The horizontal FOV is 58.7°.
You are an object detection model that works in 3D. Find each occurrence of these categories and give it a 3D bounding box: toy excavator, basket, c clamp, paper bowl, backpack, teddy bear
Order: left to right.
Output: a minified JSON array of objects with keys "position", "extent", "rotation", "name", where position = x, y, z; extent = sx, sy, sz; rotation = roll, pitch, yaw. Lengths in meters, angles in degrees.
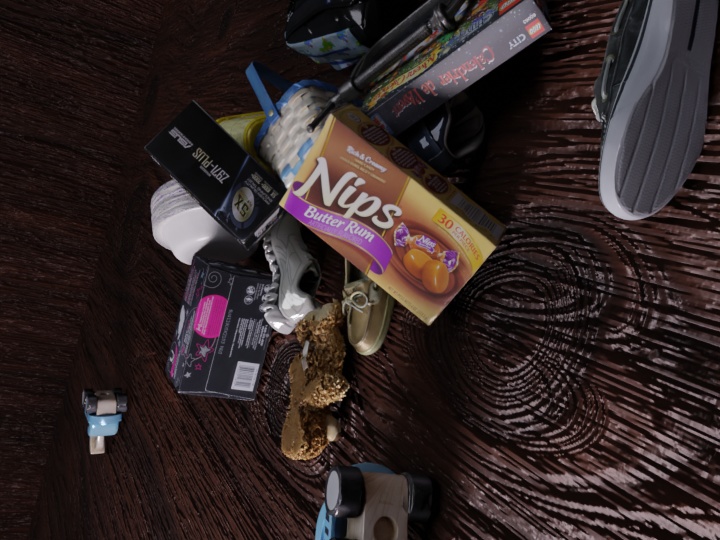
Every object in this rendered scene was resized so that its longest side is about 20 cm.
[{"position":[-0.704,0.418,1.734],"extent":[0.194,0.099,0.202],"rotation":[9,95,60],"name":"toy excavator"},{"position":[-0.246,-0.075,1.075],"extent":[0.200,0.199,0.105],"rotation":[-34,61,48],"name":"paper bowl"},{"position":[-0.059,-0.180,0.838],"extent":[0.139,0.176,0.201],"rotation":[-43,48,29],"name":"basket"},{"position":[-0.049,0.134,0.802],"extent":[0.145,0.066,0.201],"rotation":[-43,41,48],"name":"teddy bear"},{"position":[-0.025,-0.366,0.906],"extent":[0.199,0.153,0.165],"rotation":[1,80,36],"name":"backpack"},{"position":[-0.010,0.304,0.660],"extent":[0.200,0.099,0.196],"rotation":[136,140,-61],"name":"toy excavator"},{"position":[0.039,-0.230,0.666],"extent":[0.199,0.027,0.171],"rotation":[-32,24,31],"name":"c clamp"}]

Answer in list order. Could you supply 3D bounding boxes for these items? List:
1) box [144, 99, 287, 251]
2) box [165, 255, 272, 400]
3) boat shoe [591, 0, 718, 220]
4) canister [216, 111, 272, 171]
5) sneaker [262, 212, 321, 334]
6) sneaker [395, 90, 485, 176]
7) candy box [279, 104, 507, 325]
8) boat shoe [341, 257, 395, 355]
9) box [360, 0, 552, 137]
[{"position":[-0.182,-0.116,0.855],"extent":[0.086,0.164,0.200],"rotation":[-46,6,-6],"name":"box"},{"position":[-0.220,0.091,1.032],"extent":[0.115,0.131,0.202],"rotation":[22,98,61],"name":"box"},{"position":[0.214,-0.130,0.484],"extent":[0.071,0.072,0.201],"rotation":[-3,66,67],"name":"boat shoe"},{"position":[-0.146,-0.206,1.012],"extent":[0.200,0.148,0.087],"rotation":[21,122,60],"name":"canister"},{"position":[-0.094,-0.007,0.939],"extent":[0.081,0.075,0.201],"rotation":[-28,51,28],"name":"sneaker"},{"position":[0.067,-0.164,0.726],"extent":[0.146,0.077,0.203],"rotation":[-38,35,31],"name":"sneaker"},{"position":[0.029,-0.055,0.636],"extent":[0.117,0.200,0.056],"rotation":[-53,-4,32],"name":"candy box"},{"position":[0.001,-0.001,0.772],"extent":[0.073,0.063,0.202],"rotation":[-12,68,57],"name":"boat shoe"},{"position":[0.091,-0.224,0.646],"extent":[0.199,0.038,0.137],"rotation":[-29,30,32],"name":"box"}]
